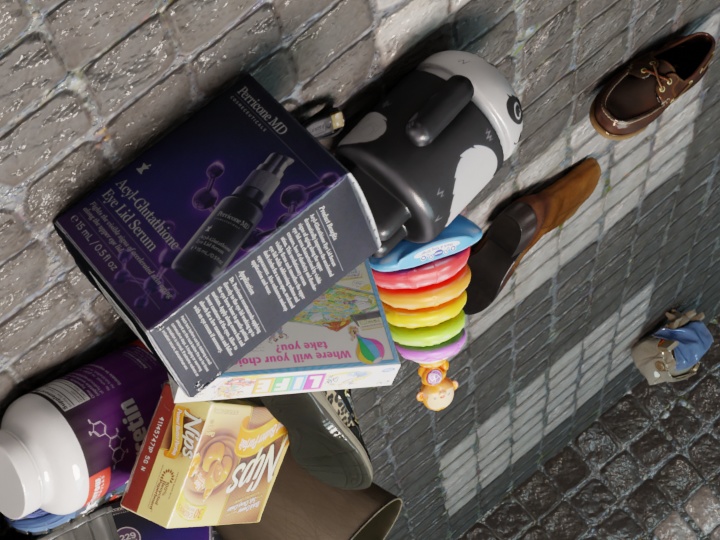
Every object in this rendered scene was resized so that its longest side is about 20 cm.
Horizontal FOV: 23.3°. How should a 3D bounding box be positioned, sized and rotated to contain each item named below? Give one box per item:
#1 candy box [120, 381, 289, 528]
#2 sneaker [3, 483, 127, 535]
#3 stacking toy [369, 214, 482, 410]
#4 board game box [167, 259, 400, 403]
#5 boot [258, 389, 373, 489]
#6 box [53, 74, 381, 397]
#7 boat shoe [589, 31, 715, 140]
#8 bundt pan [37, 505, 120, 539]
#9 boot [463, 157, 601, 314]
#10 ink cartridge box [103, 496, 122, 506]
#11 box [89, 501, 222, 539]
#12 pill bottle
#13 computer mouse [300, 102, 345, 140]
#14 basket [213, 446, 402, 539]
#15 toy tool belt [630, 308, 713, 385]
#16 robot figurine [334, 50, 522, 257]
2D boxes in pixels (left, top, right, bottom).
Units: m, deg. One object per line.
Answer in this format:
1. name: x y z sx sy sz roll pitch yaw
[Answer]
1. candy box: -0.131 0.167 1.571 0.117 0.055 0.200 -69 159 2
2. sneaker: -0.268 0.194 1.706 0.199 0.079 0.075 -29 178 14
3. stacking toy: 0.062 0.046 1.670 0.115 0.110 0.202 -17 114 -19
4. board game box: -0.077 0.042 1.518 0.198 0.135 0.034 -3 145 -21
5. boot: -0.025 0.094 1.625 0.204 0.073 0.155 59 37 -43
6. box: -0.109 -0.029 1.356 0.200 0.148 0.105 -39 145 -10
7. boat shoe: 0.338 -0.220 2.010 0.200 0.070 0.070 -39 171 -37
8. bundt pan: -0.327 0.319 1.770 0.200 0.076 0.202 -28 175 -2
9. boot: 0.203 -0.045 2.185 0.200 0.068 0.189 -34 155 -46
10. ink cartridge box: -0.177 0.210 1.973 0.200 0.044 0.173 -48 163 19
11. box: -0.188 0.315 1.934 0.198 0.142 0.079 -12 137 -24
12. pill bottle: -0.243 0.145 1.567 0.199 0.113 0.113 -27 158 -39
13. computer mouse: -0.074 -0.066 1.552 0.109 0.044 0.201 -34 156 -36
14. basket: -0.084 0.250 1.865 0.181 0.200 0.136 -50 162 0
15. toy tool belt: 0.620 0.136 3.349 0.199 0.125 0.123 -28 166 -38
16. robot figurine: 0.059 -0.105 1.571 0.200 0.125 0.150 -46 -153 -18
